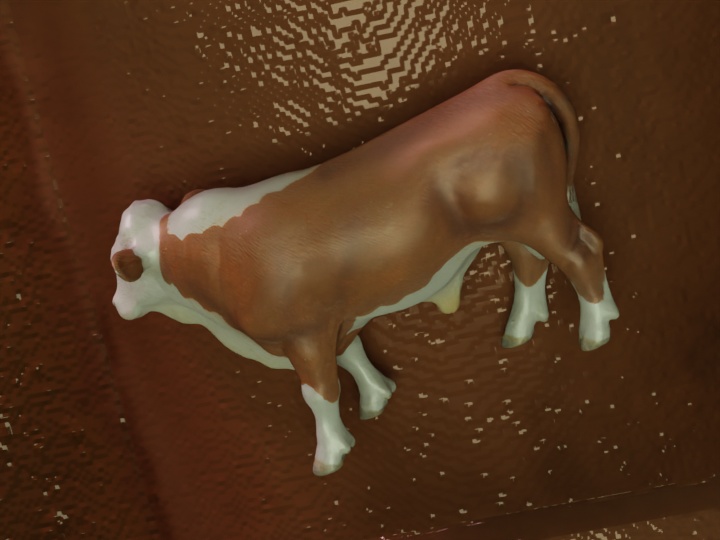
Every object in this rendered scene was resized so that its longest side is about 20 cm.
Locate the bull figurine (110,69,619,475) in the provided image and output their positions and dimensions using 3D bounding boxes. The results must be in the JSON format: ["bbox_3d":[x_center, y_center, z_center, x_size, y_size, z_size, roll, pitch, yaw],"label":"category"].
[{"bbox_3d":[0.000,0.000,0.744,0.199,0.065,0.122,-24,106,13],"label":"bull figurine"}]
